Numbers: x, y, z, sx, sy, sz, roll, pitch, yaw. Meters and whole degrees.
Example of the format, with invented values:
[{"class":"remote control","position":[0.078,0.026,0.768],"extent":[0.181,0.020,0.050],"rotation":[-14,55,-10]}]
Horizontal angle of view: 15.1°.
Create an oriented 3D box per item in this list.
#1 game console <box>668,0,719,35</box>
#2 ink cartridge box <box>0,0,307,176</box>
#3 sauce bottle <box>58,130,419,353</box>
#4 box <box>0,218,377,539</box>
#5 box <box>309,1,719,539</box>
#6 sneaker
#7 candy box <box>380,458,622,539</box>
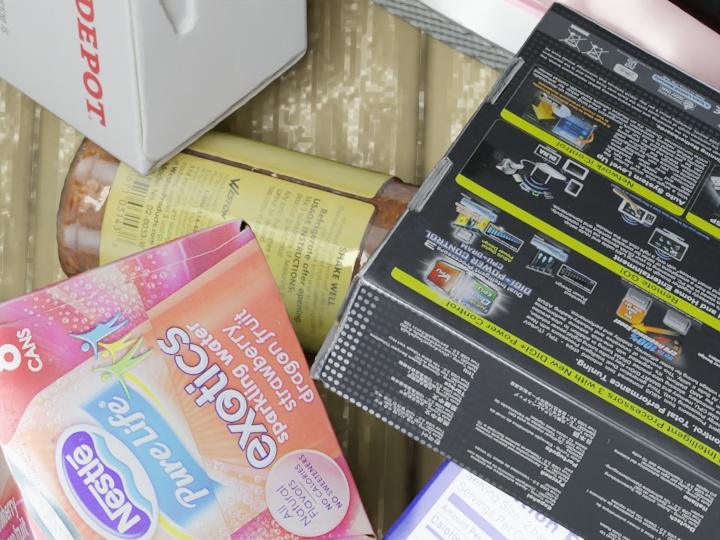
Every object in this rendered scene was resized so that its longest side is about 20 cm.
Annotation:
[{"class":"game console","position":[0.196,-0.073,0.784],"extent":[0.200,0.118,0.173],"rotation":[-33,72,39]},{"class":"ink cartridge box","position":[-0.113,-0.146,0.886],"extent":[0.200,0.146,0.084],"rotation":[34,55,27]},{"class":"sauce bottle","position":[0.000,0.000,0.900],"extent":[0.199,0.066,0.066],"rotation":[17,87,17]},{"class":"box","position":[-0.076,0.067,0.837],"extent":[0.094,0.200,0.103],"rotation":[-19,82,-18]},{"class":"box","position":[0.107,0.022,0.779],"extent":[0.199,0.160,0.044],"rotation":[29,132,5]},{"class":"sneaker","position":[0.054,-0.123,0.906],"extent":[0.200,0.075,0.105],"rotation":[30,89,12]},{"class":"candy box","position":[0.014,0.144,0.833],"extent":[0.077,0.169,0.200],"rotation":[40,93,12]}]
